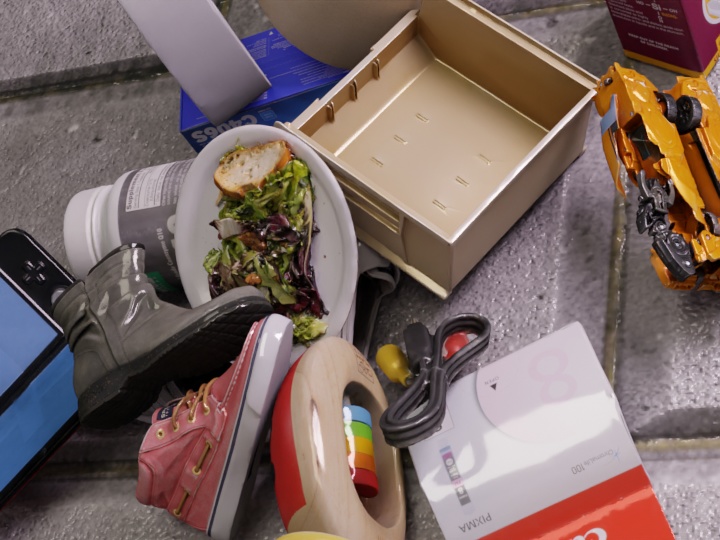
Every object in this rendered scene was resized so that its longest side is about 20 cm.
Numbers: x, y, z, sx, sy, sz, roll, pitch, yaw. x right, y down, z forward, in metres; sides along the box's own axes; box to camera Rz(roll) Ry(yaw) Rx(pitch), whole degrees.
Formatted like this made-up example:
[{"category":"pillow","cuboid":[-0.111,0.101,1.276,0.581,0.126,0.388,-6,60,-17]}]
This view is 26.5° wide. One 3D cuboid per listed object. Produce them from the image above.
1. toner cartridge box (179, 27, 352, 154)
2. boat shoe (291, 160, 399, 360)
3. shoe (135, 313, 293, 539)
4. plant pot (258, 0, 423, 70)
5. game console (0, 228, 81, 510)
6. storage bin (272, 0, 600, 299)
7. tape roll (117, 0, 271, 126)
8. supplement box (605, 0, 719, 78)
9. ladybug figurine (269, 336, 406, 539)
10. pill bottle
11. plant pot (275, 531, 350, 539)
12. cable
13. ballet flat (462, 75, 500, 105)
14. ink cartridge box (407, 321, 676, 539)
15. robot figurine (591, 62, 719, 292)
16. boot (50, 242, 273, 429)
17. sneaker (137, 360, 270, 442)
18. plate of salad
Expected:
[{"category":"toner cartridge box","cuboid":[-0.077,-0.186,1.472,0.198,0.043,0.096,-15,54,18]},{"category":"boat shoe","cuboid":[0.000,0.000,1.290,0.065,0.072,0.202,6,63,25]},{"category":"shoe","cuboid":[-0.118,0.115,1.197,0.090,0.202,0.072,20,25,7]},{"category":"plant pot","cuboid":[0.016,-0.306,1.339,0.185,0.200,0.189,6,68,-16]},{"category":"game console","cuboid":[-0.320,0.091,1.334,0.172,0.119,0.200,44,95,-3]},{"category":"storage bin","cuboid":[0.060,-0.115,1.263,0.198,0.094,0.200,36,66,21]},{"category":"tape roll","cuboid":[-0.164,-0.230,1.388,0.066,0.201,0.201,-36,49,1]},{"category":"supplement box","cuboid":[0.255,-0.268,1.253,0.085,0.200,0.111,24,71,36]},{"category":"ladybug figurine","cuboid":[-0.021,0.144,1.162,0.071,0.136,0.202,-21,52,23]},{"category":"pill bottle","cuboid":[-0.157,-0.041,1.370,0.198,0.113,0.114,-10,55,22]},{"category":"plant pot","cuboid":[-0.044,0.292,1.045,0.199,0.202,0.190,3,46,29]},{"category":"cable","cuboid":[0.059,0.086,1.163,0.096,0.051,0.200,-11,23,4]},{"category":"ballet flat","cuboid":[0.057,-0.129,1.362,0.199,0.046,0.068,-32,50,4]},{"category":"ink cartridge box","cuboid":[0.129,0.156,1.133,0.161,0.057,0.201,-26,46,9]},{"category":"robot figurine","cuboid":[0.252,-0.064,1.176,0.058,0.144,0.202,-48,47,48]},{"category":"boot","cuboid":[-0.170,0.029,1.232,0.199,0.068,0.132,-31,61,22]},{"category":"sneaker","cuboid":[-0.153,0.086,1.300,0.198,0.082,0.075,6,62,30]},{"category":"plate of salad","cuboid":[-0.086,-0.016,1.240,0.198,0.048,0.203,8,103,36]}]
